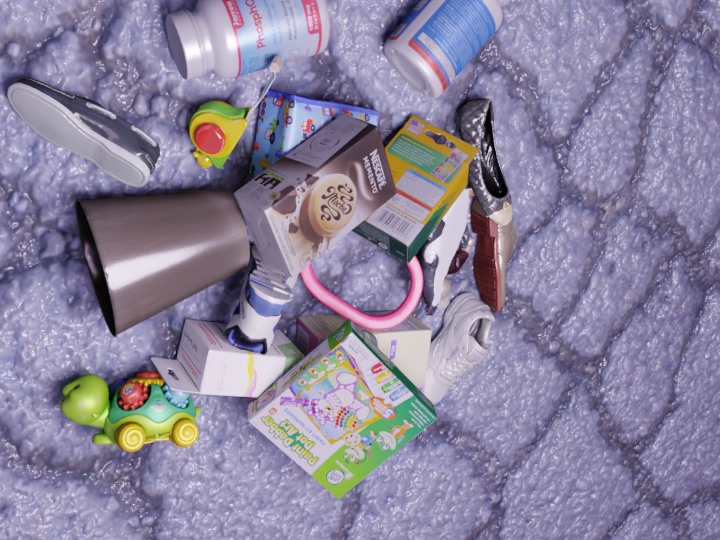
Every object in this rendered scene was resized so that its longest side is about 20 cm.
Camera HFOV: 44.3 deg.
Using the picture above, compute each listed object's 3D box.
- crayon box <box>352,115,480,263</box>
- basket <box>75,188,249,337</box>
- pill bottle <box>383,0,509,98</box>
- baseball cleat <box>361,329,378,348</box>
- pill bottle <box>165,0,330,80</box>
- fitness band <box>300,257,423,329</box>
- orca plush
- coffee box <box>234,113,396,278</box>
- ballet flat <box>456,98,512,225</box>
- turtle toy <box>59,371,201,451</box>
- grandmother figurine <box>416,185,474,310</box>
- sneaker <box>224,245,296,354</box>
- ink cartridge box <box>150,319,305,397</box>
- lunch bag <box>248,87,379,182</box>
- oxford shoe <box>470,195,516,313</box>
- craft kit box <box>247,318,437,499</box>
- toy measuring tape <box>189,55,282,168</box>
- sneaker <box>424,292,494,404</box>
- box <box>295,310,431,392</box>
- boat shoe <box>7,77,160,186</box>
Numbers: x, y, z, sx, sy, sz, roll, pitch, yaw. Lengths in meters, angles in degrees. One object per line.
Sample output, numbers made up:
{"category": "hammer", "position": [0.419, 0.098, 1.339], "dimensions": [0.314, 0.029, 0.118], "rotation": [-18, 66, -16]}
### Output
{"category": "crayon box", "position": [0.073, -0.121, 1.294], "dimensions": [0.201, 0.124, 0.052], "rotation": [-51, 158, -24]}
{"category": "basket", "position": [-0.258, -0.029, 1.182], "dimensions": [0.196, 0.135, 0.185], "rotation": [-17, 100, -24]}
{"category": "pill bottle", "position": [0.135, -0.359, 1.274], "dimensions": [0.201, 0.112, 0.112], "rotation": [-48, 121, -3]}
{"category": "baseball cleat", "position": [0.014, 0.178, 1.321], "dimensions": [0.104, 0.070, 0.204], "rotation": [-3, 118, -32]}
{"category": "pill bottle", "position": [-0.146, -0.314, 1.150], "dimensions": [0.197, 0.109, 0.111], "rotation": [-21, 116, -19]}
{"category": "fitness band", "position": [0.000, 0.000, 1.332], "dimensions": [0.198, 0.037, 0.145], "rotation": [33, 93, -6]}
{"category": "orca plush", "position": [0.113, -0.038, 1.371], "dimensions": [0.104, 0.070, 0.204], "rotation": [-20, 122, -43]}
{"category": "coffee box", "position": [-0.056, -0.103, 1.177], "dimensions": [0.199, 0.079, 0.114], "rotation": [-40, 132, -22]}
{"category": "ballet flat", "position": [0.200, -0.166, 1.376], "dimensions": [0.066, 0.056, 0.204], "rotation": [-29, 104, -44]}
{"category": "turtle toy", "position": [-0.317, 0.194, 1.234], "dimensions": [0.196, 0.145, 0.104], "rotation": [1, 85, -27]}
{"category": "grandmother figurine", "position": [0.133, -0.036, 1.418], "dimensions": [0.118, 0.061, 0.205], "rotation": [4, 103, -18]}
{"category": "sneaker", "position": [-0.144, 0.047, 1.235], "dimensions": [0.079, 0.200, 0.117], "rotation": [26, 106, -8]}
{"category": "ink cartridge box", "position": [-0.189, 0.126, 1.271], "dimensions": [0.196, 0.117, 0.069], "rotation": [9, 105, -33]}
{"category": "lunch bag", "position": [-0.050, -0.165, 1.271], "dimensions": [0.197, 0.093, 0.154], "rotation": [3, 104, -38]}
{"category": "oxford shoe", "position": [0.231, -0.029, 1.463], "dimensions": [0.073, 0.070, 0.204], "rotation": [-17, 115, -26]}
{"category": "craft kit box", "position": [-0.025, 0.200, 1.254], "dimensions": [0.197, 0.049, 0.200], "rotation": [-39, 115, 13]}
{"category": "toy measuring tape", "position": [-0.176, -0.214, 1.167], "dimensions": [0.072, 0.075, 0.201], "rotation": [16, 131, -29]}
{"category": "sneaker", "position": [0.155, 0.139, 1.464], "dimensions": [0.074, 0.099, 0.203], "rotation": [20, 99, -32]}
{"category": "box", "position": [-0.002, 0.166, 1.396], "dimensions": [0.196, 0.096, 0.180], "rotation": [-3, 108, -25]}
{"category": "boat shoe", "position": [-0.348, -0.184, 1.123], "dimensions": [0.199, 0.075, 0.061], "rotation": [37, 52, -22]}
